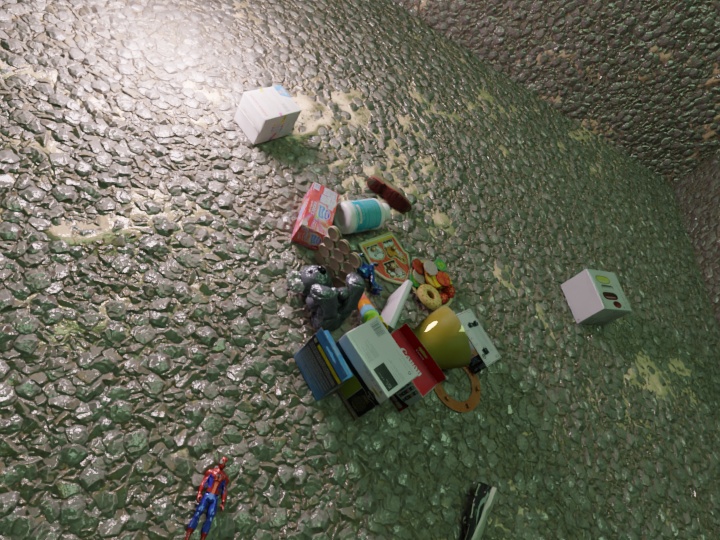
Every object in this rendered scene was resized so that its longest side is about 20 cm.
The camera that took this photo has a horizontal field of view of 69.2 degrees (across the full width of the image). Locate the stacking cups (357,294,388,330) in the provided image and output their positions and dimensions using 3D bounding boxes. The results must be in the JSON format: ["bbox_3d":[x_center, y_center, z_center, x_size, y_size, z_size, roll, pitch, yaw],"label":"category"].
[{"bbox_3d":[0.026,0.127,1.578,0.060,0.061,0.200,15,21,-24],"label":"stacking cups"}]

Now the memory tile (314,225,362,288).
[{"bbox_3d":[-0.070,-0.035,1.594,0.017,0.200,0.154,-32,78,-34],"label":"memory tile"}]

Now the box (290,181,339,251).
[{"bbox_3d":[-0.146,-0.177,1.711,0.102,0.095,0.201,24,50,-17],"label":"box"}]

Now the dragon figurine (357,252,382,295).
[{"bbox_3d":[0.000,0.000,1.711,0.199,0.059,0.100,35,47,-10],"label":"dragon figurine"}]

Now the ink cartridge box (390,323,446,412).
[{"bbox_3d":[0.123,0.282,1.519,0.084,0.176,0.200,-29,77,-42],"label":"ink cartridge box"}]

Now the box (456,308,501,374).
[{"bbox_3d":[0.383,0.239,1.784,0.116,0.060,0.201,-15,69,-49],"label":"box"}]

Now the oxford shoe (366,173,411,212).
[{"bbox_3d":[0.121,-0.303,1.991,0.200,0.070,0.075,40,41,-5],"label":"oxford shoe"}]

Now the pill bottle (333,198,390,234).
[{"bbox_3d":[0.010,-0.192,1.812,0.199,0.111,0.111,-12,67,-37],"label":"pill bottle"}]

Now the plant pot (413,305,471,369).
[{"bbox_3d":[0.236,0.231,1.640,0.141,0.200,0.201,-20,70,-13],"label":"plant pot"}]

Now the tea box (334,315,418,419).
[{"bbox_3d":[0.016,0.270,1.442,0.133,0.197,0.201,-25,76,-41],"label":"tea box"}]

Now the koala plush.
[{"bbox_3d":[-0.118,0.060,1.549,0.177,0.185,0.200,-18,49,-39],"label":"koala plush"}]

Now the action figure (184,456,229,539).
[{"bbox_3d":[-0.334,0.513,1.155,0.065,0.052,0.201,23,47,-13],"label":"action figure"}]

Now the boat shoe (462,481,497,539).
[{"bbox_3d":[0.319,0.686,1.449,0.060,0.074,0.201,15,58,30],"label":"boat shoe"}]

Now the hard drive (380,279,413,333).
[{"bbox_3d":[0.095,0.132,1.632,0.027,0.132,0.201,35,47,-7],"label":"hard drive"}]

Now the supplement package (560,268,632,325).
[{"bbox_3d":[1.005,0.115,2.226,0.199,0.147,0.193,5,57,-31],"label":"supplement package"}]

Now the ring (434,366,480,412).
[{"bbox_3d":[0.315,0.361,1.697,0.199,0.019,0.202,18,52,-24],"label":"ring"}]

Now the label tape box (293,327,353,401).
[{"bbox_3d":[-0.088,0.243,1.390,0.063,0.200,0.145,-19,72,-39],"label":"label tape box"}]

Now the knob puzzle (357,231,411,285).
[{"bbox_3d":[0.106,-0.038,1.826,0.218,0.030,0.221,17,52,-23],"label":"knob puzzle"}]

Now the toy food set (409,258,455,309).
[{"bbox_3d":[0.254,0.044,1.849,0.199,0.049,0.199,-10,67,-39],"label":"toy food set"}]

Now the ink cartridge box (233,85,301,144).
[{"bbox_3d":[-0.333,-0.541,1.817,0.199,0.125,0.129,-31,79,-42],"label":"ink cartridge box"}]
